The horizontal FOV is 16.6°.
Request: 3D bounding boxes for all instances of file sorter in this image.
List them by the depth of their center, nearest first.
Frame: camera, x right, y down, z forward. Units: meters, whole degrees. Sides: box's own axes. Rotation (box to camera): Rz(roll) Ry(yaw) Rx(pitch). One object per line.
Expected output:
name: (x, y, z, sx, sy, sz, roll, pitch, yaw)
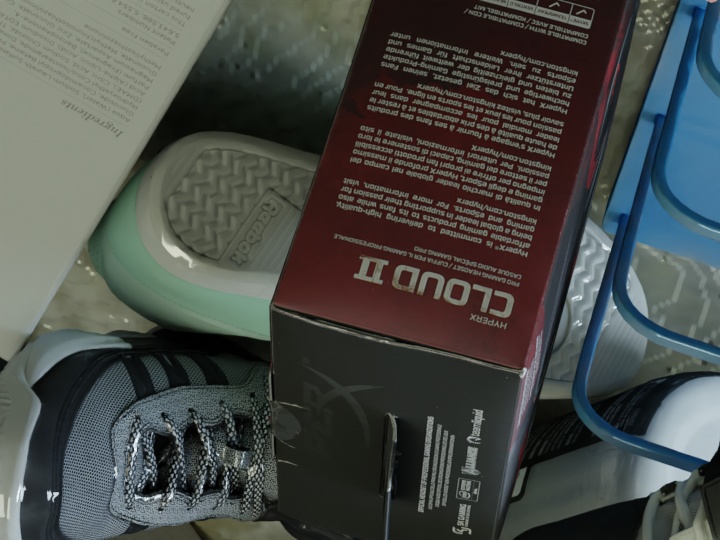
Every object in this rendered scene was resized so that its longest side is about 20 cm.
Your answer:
file sorter: (0.158, -0.035, 0.760, 0.138, 0.123, 0.201, 18, 132, 3)

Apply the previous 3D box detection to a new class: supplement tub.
supplement tub: (0.072, 0.120, 0.908, 0.122, 0.123, 0.200, 44, 139, -19)

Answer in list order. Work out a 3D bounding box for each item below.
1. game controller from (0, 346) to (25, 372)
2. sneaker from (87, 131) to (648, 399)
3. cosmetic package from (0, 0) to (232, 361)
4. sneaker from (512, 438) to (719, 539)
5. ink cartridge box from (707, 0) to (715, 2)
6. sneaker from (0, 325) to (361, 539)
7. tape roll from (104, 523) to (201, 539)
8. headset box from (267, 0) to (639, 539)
game controller: (-0.228, -0.007, 0.977, 0.199, 0.042, 0.105, 17, 146, 5)
sneaker: (0.000, 0.000, 0.892, 0.200, 0.074, 0.118, 17, 168, -20)
cosmetic package: (-0.096, -0.079, 0.817, 0.081, 0.113, 0.200, 31, 130, -9)
sneaker: (0.131, 0.066, 0.727, 0.199, 0.074, 0.089, -9, 126, 12)
ink cartridge box: (0.028, -0.175, 0.596, 0.045, 0.177, 0.200, -28, 152, 35)
sneaker: (-0.052, 0.063, 0.870, 0.113, 0.200, 0.076, 10, 99, 19)
tape roll: (-0.127, 0.173, 0.977, 0.066, 0.201, 0.200, -30, 115, 35)
headset box: (0.029, -0.015, 0.742, 0.075, 0.201, 0.149, 14, 153, 6)
